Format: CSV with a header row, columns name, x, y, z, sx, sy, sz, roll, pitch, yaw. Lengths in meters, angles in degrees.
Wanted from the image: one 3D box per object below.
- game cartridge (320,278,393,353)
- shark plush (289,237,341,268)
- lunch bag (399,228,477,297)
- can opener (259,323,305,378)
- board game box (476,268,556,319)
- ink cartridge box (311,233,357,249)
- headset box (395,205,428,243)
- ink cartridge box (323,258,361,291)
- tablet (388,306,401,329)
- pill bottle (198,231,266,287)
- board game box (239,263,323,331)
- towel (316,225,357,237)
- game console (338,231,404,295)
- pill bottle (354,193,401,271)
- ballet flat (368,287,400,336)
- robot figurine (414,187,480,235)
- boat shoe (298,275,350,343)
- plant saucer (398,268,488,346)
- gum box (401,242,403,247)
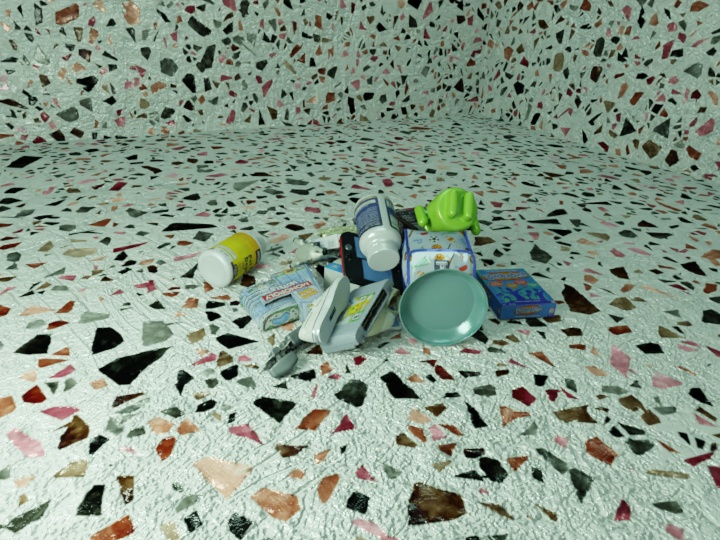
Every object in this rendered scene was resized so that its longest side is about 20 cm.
name,x,y,z,sx,sy,sz,roll,pitch,yaw
game cartridge,-0.012,0.102,1.209,0.133,0.040,0.200,-24,24,43
shark plush,-0.122,-0.055,1.514,0.083,0.091,0.200,13,-19,-42
lunch bag,0.186,-0.011,1.281,0.169,0.124,0.200,2,38,1
can opener,-0.142,0.172,1.166,0.067,0.053,0.200,46,39,9
board game box,0.410,0.058,1.427,0.152,0.045,0.200,-2,27,-10
ink cartridge box,-0.019,-0.086,1.568,0.199,0.044,0.198,-6,0,-27
headset box,0.186,-0.130,1.589,0.148,0.075,0.200,-10,29,-22
ink cartridge box,0.000,0.000,1.475,0.116,0.067,0.200,18,30,26
tablet,-0.008,0.115,1.311,0.199,0.014,0.130,-3,28,-9
pill bottle,-0.349,-0.040,1.473,0.109,0.110,0.200,14,29,20
board game box,-0.173,0.072,1.309,0.200,0.062,0.200,-18,32,-28
towel,-0.033,-0.123,1.668,0.199,0.037,0.148,-5,1,1
game console,0.039,-0.020,1.410,0.199,0.031,0.177,14,41,-23
pill bottle,0.047,-0.099,1.389,0.111,0.111,0.200,-1,48,-8
ballet flat,0.058,0.099,1.268,0.069,0.070,0.200,9,32,11
robot figurine,0.234,-0.147,1.399,0.175,0.116,0.200,5,-12,-11
boat shoe,-0.083,0.085,1.200,0.070,0.071,0.200,0,43,24
plant saucer,0.185,0.079,1.195,0.199,0.201,0.036,2,27,-1
gum box,0.182,-0.029,1.548,0.113,0.066,0.200,0,27,-4
